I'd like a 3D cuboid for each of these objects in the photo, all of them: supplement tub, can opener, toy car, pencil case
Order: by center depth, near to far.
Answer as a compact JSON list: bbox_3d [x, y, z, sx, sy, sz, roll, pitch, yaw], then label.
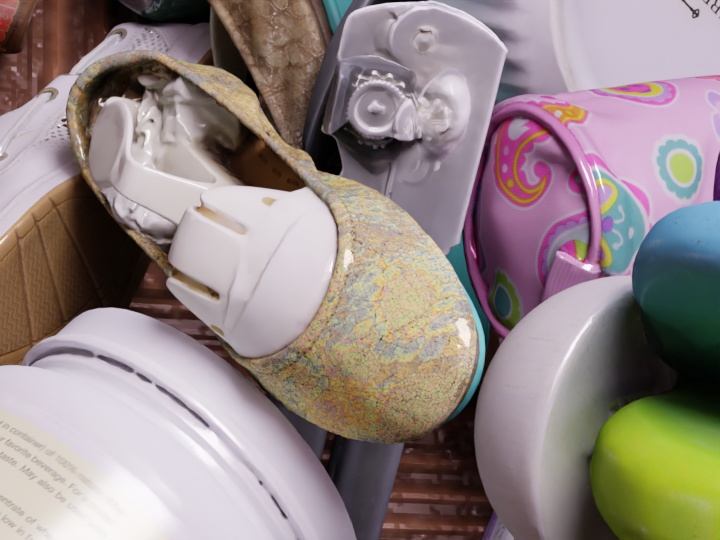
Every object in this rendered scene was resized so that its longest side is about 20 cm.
[{"bbox_3d":[0.139,0.015,0.561,0.175,0.150,0.200,18,23,38],"label":"toy car"},{"bbox_3d":[-0.108,0.119,0.612,0.145,0.145,0.200,40,59,8],"label":"supplement tub"},{"bbox_3d":[0.000,0.000,0.708,0.053,0.200,0.067,9,23,-11],"label":"can opener"},{"bbox_3d":[0.132,-0.023,0.716,0.200,0.087,0.088,-4,62,-30],"label":"pencil case"}]

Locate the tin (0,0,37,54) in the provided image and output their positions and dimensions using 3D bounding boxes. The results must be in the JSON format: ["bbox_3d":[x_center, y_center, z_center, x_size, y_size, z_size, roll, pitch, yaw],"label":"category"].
[{"bbox_3d":[-0.129,-0.172,0.793,0.042,0.112,0.200,12,59,-21],"label":"tin"}]

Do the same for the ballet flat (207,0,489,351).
[{"bbox_3d":[-0.010,-0.048,0.760,0.071,0.065,0.200,-44,122,-52],"label":"ballet flat"}]

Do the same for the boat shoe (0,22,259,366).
[{"bbox_3d":[-0.110,-0.023,0.742,0.069,0.071,0.200,15,41,23],"label":"boat shoe"}]

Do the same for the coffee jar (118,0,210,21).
[{"bbox_3d":[-0.006,-0.156,0.825,0.200,0.086,0.104,-12,29,-22],"label":"coffee jar"}]

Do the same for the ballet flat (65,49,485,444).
[{"bbox_3d":[-0.037,-0.013,0.633,0.071,0.071,0.200,-13,33,-23],"label":"ballet flat"}]

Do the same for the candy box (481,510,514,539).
[{"bbox_3d":[0.146,0.108,0.738,0.200,0.072,0.168,27,57,-1],"label":"candy box"}]

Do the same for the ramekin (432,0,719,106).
[{"bbox_3d":[0.104,-0.126,0.770,0.200,0.201,0.105,-18,29,-24],"label":"ramekin"}]
